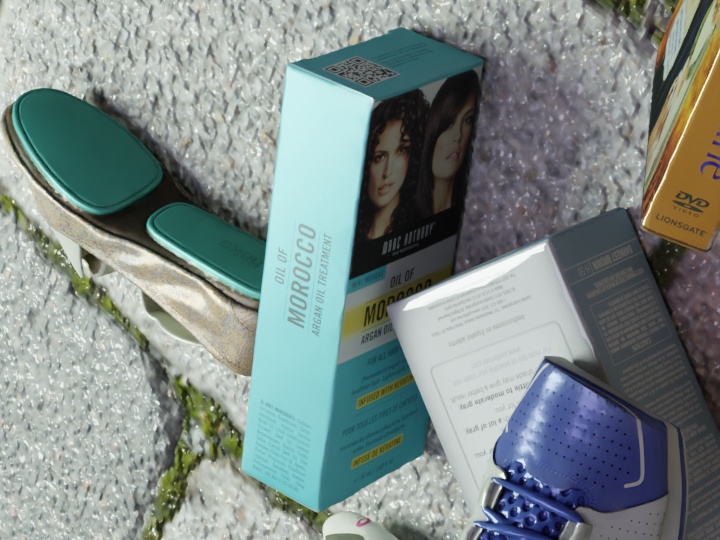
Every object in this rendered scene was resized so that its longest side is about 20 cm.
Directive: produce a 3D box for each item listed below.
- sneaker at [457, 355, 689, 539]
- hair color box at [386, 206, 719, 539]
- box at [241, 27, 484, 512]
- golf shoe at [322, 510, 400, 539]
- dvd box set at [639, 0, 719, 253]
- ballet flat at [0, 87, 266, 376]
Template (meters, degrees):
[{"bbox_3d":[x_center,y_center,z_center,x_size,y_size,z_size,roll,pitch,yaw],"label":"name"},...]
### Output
[{"bbox_3d":[0.053,0.139,0.854,0.080,0.115,0.200,27,105,28],"label":"sneaker"},{"bbox_3d":[0.099,0.086,0.932,0.099,0.061,0.201,-23,88,43],"label":"hair color box"},{"bbox_3d":[0.000,0.000,0.975,0.049,0.082,0.201,25,121,32],"label":"box"},{"bbox_3d":[-0.004,0.211,1.075,0.088,0.077,0.201,51,132,43],"label":"golf shoe"},{"bbox_3d":[0.148,-0.125,0.761,0.029,0.147,0.201,19,124,-2],"label":"dvd box set"},{"bbox_3d":[-0.109,-0.013,1.081,0.200,0.068,0.067,39,134,27],"label":"ballet flat"}]
